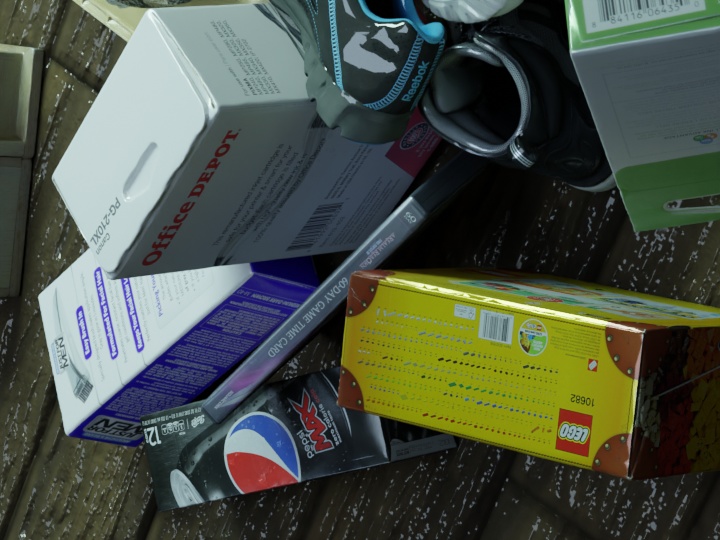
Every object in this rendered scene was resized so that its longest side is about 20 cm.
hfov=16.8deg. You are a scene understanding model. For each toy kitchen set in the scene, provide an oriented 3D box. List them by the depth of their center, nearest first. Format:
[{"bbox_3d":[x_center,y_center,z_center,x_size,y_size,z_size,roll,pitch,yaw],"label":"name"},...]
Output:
[{"bbox_3d":[-0.354,-0.085,1.704,0.199,0.163,0.182,11,97,41],"label":"toy kitchen set"}]

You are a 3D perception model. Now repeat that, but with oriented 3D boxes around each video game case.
[{"bbox_3d":[0.000,0.000,1.409,0.019,0.143,0.200,47,122,1],"label":"video game case"}]

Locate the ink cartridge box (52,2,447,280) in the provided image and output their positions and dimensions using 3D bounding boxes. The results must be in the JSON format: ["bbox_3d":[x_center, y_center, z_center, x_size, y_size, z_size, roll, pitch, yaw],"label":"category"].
[{"bbox_3d":[-0.057,-0.078,1.404,0.085,0.199,0.145,56,132,25],"label":"ink cartridge box"}]

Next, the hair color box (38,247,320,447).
[{"bbox_3d":[-0.118,0.015,1.550,0.200,0.065,0.110,-38,53,33],"label":"hair color box"}]

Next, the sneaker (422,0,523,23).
[{"bbox_3d":[0.060,-0.205,1.340,0.200,0.099,0.078,-123,18,-52],"label":"sneaker"}]

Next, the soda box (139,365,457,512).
[{"bbox_3d":[-0.041,0.098,1.486,0.199,0.071,0.064,-17,84,41],"label":"soda box"}]

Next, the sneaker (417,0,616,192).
[{"bbox_3d":[0.072,-0.130,1.358,0.076,0.114,0.200,-48,61,30],"label":"sneaker"}]

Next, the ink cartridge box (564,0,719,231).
[{"bbox_3d":[0.169,-0.094,1.219,0.103,0.200,0.060,-9,63,12],"label":"ink cartridge box"}]

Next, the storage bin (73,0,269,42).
[{"bbox_3d":[-0.081,-0.228,1.510,0.198,0.093,0.201,38,114,36],"label":"storage bin"}]

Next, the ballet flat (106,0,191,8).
[{"bbox_3d":[-0.149,-0.208,1.475,0.200,0.068,0.075,57,146,33],"label":"ballet flat"}]

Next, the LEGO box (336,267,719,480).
[{"bbox_3d":[0.110,0.051,1.301,0.199,0.149,0.078,11,98,41],"label":"LEGO box"}]

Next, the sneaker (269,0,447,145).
[{"bbox_3d":[-0.012,-0.166,1.343,0.200,0.073,0.082,58,133,27],"label":"sneaker"}]
